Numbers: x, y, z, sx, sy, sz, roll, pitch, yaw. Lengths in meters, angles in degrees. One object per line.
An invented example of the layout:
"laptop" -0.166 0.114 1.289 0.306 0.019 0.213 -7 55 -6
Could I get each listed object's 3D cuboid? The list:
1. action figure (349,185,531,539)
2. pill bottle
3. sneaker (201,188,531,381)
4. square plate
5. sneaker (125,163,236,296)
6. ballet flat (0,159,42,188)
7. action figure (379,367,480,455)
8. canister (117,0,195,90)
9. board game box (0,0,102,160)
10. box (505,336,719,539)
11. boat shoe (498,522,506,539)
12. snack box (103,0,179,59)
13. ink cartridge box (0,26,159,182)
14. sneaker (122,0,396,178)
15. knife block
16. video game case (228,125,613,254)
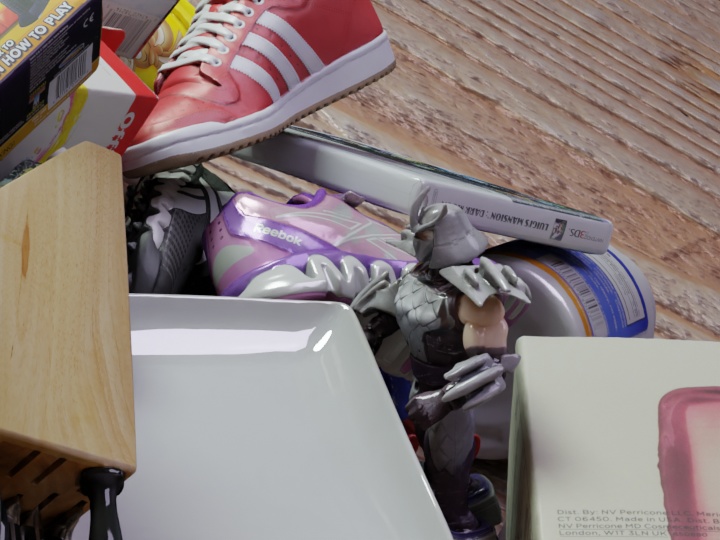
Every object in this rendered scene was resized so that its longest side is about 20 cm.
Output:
"action figure" 0.036 0.059 1.299 0.069 0.201 0.130 -5 18 -9
"pill bottle" 0.101 0.036 1.597 0.112 0.112 0.200 41 18 12
"sneaker" 0.000 0.000 1.413 0.200 0.081 0.089 5 45 -43
"square plate" -0.077 0.071 1.223 0.198 0.029 0.200 2 30 -17
"sneaker" -0.082 -0.006 1.438 0.090 0.067 0.200 32 17 -8
"ballet flat" -0.183 0.001 1.210 0.074 0.074 0.200 41 32 13
"action figure" -0.007 0.033 1.503 0.065 0.052 0.200 -3 37 -35
"canister" -0.183 -0.131 1.531 0.149 0.087 0.200 43 21 18
"board game box" -0.229 -0.081 1.157 0.165 0.057 0.200 32 56 15
"box" 0.126 0.135 1.292 0.109 0.128 0.200 1 31 0
"boat shoe" 0.125 0.115 1.517 0.070 0.066 0.200 41 18 9
"snack box" -0.199 -0.187 1.426 0.200 0.053 0.142 12 35 -50
"ink cartridge box" -0.174 -0.058 1.317 0.067 0.116 0.200 44 20 23
"sneaker" -0.065 -0.123 1.428 0.200 0.071 0.113 -32 109 -49
"knife block" -0.122 0.061 1.105 0.176 0.064 0.200 53 38 0
"video game case" 0.008 -0.052 1.535 0.200 0.023 0.182 19 6 37
